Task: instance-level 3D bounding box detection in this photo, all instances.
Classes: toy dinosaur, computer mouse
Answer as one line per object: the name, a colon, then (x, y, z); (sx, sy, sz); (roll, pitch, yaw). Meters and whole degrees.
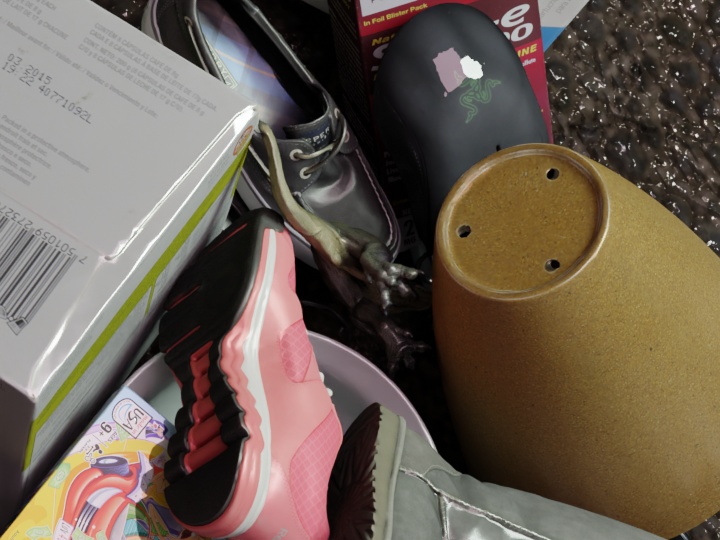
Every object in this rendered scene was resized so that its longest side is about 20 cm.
toy dinosaur: (0.000, 0.000, 1.530); (0.047, 0.200, 0.088); (-40, 57, -1)
computer mouse: (0.072, -0.060, 1.614); (0.138, 0.053, 0.200); (-38, 133, -13)

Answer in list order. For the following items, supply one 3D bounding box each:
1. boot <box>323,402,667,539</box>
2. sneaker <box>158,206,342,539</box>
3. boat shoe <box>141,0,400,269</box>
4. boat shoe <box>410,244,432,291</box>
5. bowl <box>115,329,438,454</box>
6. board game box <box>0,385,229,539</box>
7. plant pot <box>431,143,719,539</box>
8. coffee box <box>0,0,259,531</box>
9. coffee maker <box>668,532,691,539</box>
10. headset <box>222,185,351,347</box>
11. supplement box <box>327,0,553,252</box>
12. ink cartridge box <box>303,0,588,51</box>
boot: (0.074, 0.167, 1.473); (0.200, 0.073, 0.182); (33, 43, -16)
sneaker: (-0.050, 0.061, 1.477); (0.087, 0.074, 0.200); (32, 43, -33)
boat shoe: (-0.039, -0.081, 1.597); (0.070, 0.066, 0.200); (-39, 99, -27)
boat shoe: (0.115, 0.032, 1.719); (0.200, 0.067, 0.074); (46, 63, -7)
bowl: (-0.059, 0.134, 1.545); (0.201, 0.090, 0.201); (3, 78, -14)
board game box: (-0.130, 0.176, 1.451); (0.134, 0.034, 0.200); (40, 72, -5)
plant pot: (0.112, 0.025, 1.546); (0.186, 0.200, 0.187); (-10, 58, 16)
coffee box: (-0.199, -0.022, 1.499); (0.200, 0.198, 0.200); (33, 64, 5)
coffee maker: (0.116, 0.232, 1.597); (0.200, 0.192, 0.135); (-34, 110, -25)
headset: (-0.064, -0.023, 1.665); (0.123, 0.094, 0.200); (-15, 68, -27)
supplement box: (0.046, -0.115, 1.649); (0.109, 0.200, 0.061); (-19, 42, -10)
ink cartridge box: (0.037, -0.208, 1.694); (0.200, 0.146, 0.086); (24, 45, -17)
